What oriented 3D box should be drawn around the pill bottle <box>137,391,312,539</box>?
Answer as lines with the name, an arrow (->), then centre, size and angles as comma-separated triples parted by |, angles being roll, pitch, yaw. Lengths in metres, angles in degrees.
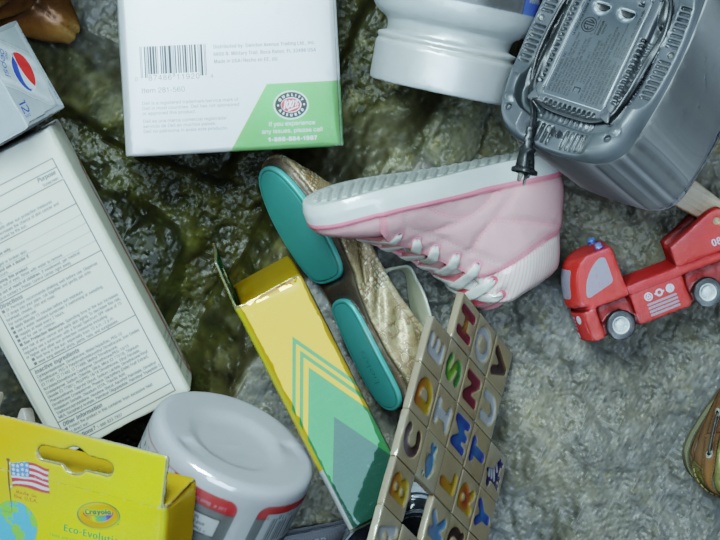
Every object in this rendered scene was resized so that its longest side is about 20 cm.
pill bottle -> -0.120, 0.191, 1.531 | 0.114, 0.114, 0.200 | 23, 114, -7

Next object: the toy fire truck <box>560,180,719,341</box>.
toy fire truck -> 0.223, -0.046, 1.598 | 0.200, 0.049, 0.141 | -20, 97, -1

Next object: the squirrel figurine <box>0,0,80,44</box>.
squirrel figurine -> -0.260, -0.229, 1.468 | 0.199, 0.187, 0.142 | 12, 96, -6

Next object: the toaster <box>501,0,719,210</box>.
toaster -> 0.179, -0.125, 1.525 | 0.113, 0.129, 0.200 | 20, 82, 34

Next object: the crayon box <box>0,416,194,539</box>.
crayon box -> -0.174, 0.187, 1.450 | 0.127, 0.051, 0.201 | 13, 111, 16

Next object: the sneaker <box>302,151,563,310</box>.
sneaker -> 0.056, -0.018, 1.549 | 0.200, 0.075, 0.105 | -11, 101, -32

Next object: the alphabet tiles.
alphabet tiles -> 0.061, 0.126, 1.547 | 0.008, 0.167, 0.200 | 4, 65, 28

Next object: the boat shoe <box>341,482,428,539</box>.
boat shoe -> -0.007, 0.233, 1.586 | 0.072, 0.068, 0.200 | 43, 91, -7

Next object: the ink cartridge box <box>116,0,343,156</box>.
ink cartridge box -> -0.090, -0.180, 1.539 | 0.146, 0.084, 0.201 | -2, 97, -5

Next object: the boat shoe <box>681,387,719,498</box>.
boat shoe -> 0.294, 0.069, 1.607 | 0.072, 0.068, 0.200 | 22, 94, -6

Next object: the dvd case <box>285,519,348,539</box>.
dvd case -> -0.075, 0.263, 1.627 | 0.199, 0.016, 0.149 | -10, 96, -2

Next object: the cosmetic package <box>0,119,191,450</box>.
cosmetic package -> -0.202, 0.010, 1.551 | 0.103, 0.087, 0.200 | -26, 99, 0

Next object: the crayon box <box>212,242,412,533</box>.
crayon box -> -0.035, 0.066, 1.551 | 0.051, 0.127, 0.200 | -27, 99, -1

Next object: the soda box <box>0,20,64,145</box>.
soda box -> -0.298, -0.086, 1.511 | 0.200, 0.063, 0.068 | -27, 97, 22

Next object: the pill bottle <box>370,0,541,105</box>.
pill bottle -> 0.071, -0.217, 1.533 | 0.113, 0.114, 0.201 | 10, 96, -6

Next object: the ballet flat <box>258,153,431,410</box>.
ballet flat -> 0.000, 0.000, 1.587 | 0.065, 0.070, 0.200 | -33, 102, -28

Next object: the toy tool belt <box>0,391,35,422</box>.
toy tool belt -> -0.278, 0.129, 1.539 | 0.199, 0.125, 0.123 | 1, 95, 10
